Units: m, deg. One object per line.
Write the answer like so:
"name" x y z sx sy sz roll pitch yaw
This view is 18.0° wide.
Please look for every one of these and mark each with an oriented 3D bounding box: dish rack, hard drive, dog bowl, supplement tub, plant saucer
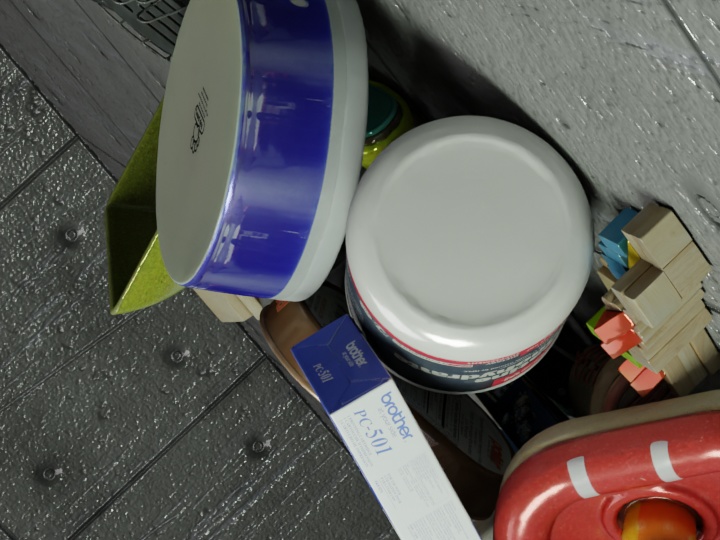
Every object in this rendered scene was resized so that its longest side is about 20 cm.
"dish rack" -0.166 -0.233 1.523 0.153 0.054 0.200 41 147 34
"hard drive" 0.081 0.043 1.667 0.200 0.038 0.140 33 176 -13
"dog bowl" -0.064 -0.084 1.394 0.079 0.201 0.200 7 -175 -18
"supplement tub" 0.060 -0.003 1.347 0.140 0.140 0.200 46 172 8
"plant saucer" -0.124 -0.080 1.691 0.048 0.200 0.200 25 -161 -18

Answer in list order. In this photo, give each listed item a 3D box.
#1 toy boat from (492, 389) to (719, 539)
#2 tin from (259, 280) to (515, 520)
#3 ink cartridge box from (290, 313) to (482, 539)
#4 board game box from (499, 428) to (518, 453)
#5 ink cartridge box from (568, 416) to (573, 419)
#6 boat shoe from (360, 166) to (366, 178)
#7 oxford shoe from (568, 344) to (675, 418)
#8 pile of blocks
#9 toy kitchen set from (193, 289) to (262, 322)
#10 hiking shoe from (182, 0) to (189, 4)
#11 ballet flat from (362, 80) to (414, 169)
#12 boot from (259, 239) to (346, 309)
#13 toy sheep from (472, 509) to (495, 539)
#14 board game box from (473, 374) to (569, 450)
"toy boat" 0.172 0.159 1.322 0.200 0.131 0.131 -15 132 28
"tin" 0.021 0.080 1.458 0.200 0.042 0.112 41 -160 -9
"ink cartridge box" 0.031 0.130 1.354 0.200 0.044 0.094 62 177 -28
"board game box" 0.163 0.192 1.643 0.200 0.039 0.158 29 -166 -51
"ink cartridge box" 0.204 0.172 1.855 0.162 0.050 0.200 47 -179 -1
"boat shoe" 0.019 -0.054 1.574 0.200 0.066 0.074 20 -178 19
"oxford shoe" 0.162 0.082 1.492 0.075 0.070 0.200 47 173 16
"pile of blocks" 0.150 0.019 1.271 0.082 0.062 0.200 43 171 24
"toy kitchen set" -0.067 0.007 1.786 0.200 0.163 0.181 50 -165 -26
"hiking shoe" -0.160 -0.224 1.670 0.101 0.076 0.200 47 171 -2
"ballet flat" -0.029 -0.118 1.542 0.200 0.067 0.067 38 171 40
"boot" 0.000 0.000 1.514 0.200 0.070 0.132 -5 134 29
"toy sheep" 0.113 0.220 1.505 0.138 0.138 0.200 45 161 12
"board game box" 0.149 0.138 1.525 0.135 0.035 0.200 45 -177 -30
